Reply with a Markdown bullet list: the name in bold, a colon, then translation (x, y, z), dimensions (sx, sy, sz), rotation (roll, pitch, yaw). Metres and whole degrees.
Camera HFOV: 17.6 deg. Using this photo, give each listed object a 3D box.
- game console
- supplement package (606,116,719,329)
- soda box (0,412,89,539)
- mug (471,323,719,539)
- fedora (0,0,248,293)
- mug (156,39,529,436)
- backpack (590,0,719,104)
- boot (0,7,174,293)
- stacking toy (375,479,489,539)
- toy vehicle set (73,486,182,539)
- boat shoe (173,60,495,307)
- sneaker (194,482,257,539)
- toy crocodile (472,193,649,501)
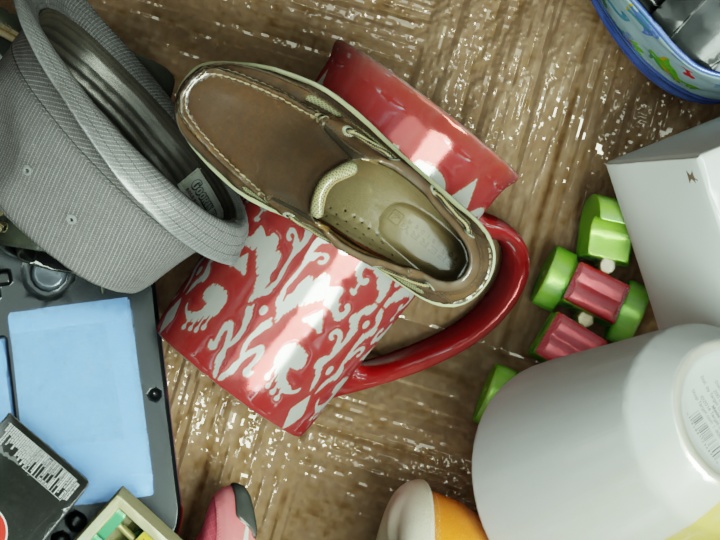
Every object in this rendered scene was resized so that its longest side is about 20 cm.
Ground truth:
- **game console**: translation (-0.201, 0.083, 1.379), dimensions (0.175, 0.031, 0.202), rotation (-6, 87, -11)
- **supplement package**: translation (0.265, -0.042, 1.338), dimensions (0.199, 0.120, 0.122), rotation (-21, 98, -19)
- **soda box**: translation (-0.240, 0.180, 1.303), dimensions (0.063, 0.071, 0.200), rotation (40, 70, -2)
- **mug**: translation (0.177, 0.106, 1.278), dimensions (0.185, 0.153, 0.151), rotation (19, 62, -22)
- **fedora**: translation (-0.153, -0.064, 1.282), dimensions (0.090, 0.177, 0.200), rotation (-40, 96, 11)
- **mug**: translation (-0.002, -0.002, 1.355), dimensions (0.177, 0.133, 0.201), rotation (37, 90, 2)
- **backpack**: translation (0.227, -0.200, 1.359), dimensions (0.199, 0.147, 0.184), rotation (-38, 89, -8)
- **boot**: translation (-0.221, -0.078, 1.359), dimensions (0.198, 0.078, 0.140), rotation (14, 73, -1)
- **stacking toy**: translation (0.102, 0.207, 1.345), dimensions (0.198, 0.146, 0.148), rotation (10, 87, -7)
- **toy vehicle set**: translation (-0.156, 0.238, 1.321), dimensions (0.124, 0.027, 0.200), rotation (41, 96, -4)
- **boat shoe**: translation (-0.014, -0.052, 1.256), dimensions (0.201, 0.075, 0.075), rotation (30, 94, 4)
- **sneaker**: translation (-0.118, 0.216, 1.358), dimensions (0.086, 0.074, 0.202), rotation (19, 89, -10)
- **toy crocodile**: translation (0.121, 0.051, 1.388), dimensions (0.067, 0.062, 0.201), rotation (25, 87, -1)
